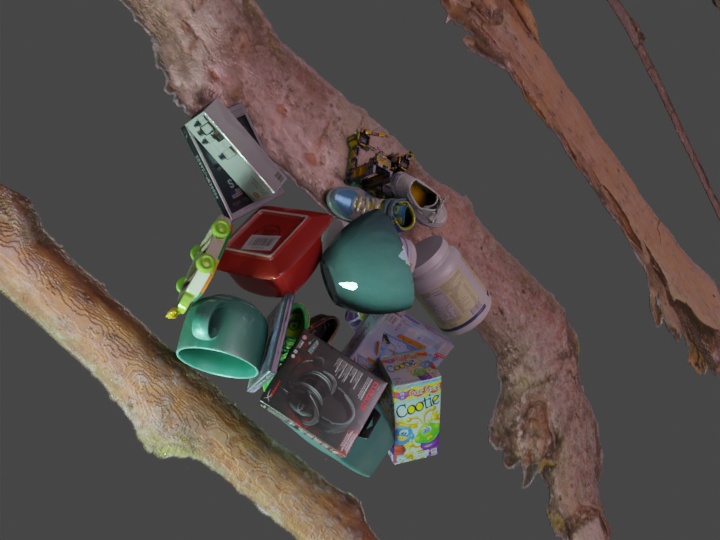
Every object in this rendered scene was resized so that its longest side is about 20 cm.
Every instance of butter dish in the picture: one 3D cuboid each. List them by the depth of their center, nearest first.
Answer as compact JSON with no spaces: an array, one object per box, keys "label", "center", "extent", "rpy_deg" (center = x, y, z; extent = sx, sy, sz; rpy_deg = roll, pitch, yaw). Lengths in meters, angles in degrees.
[{"label":"butter dish","center":[-0.158,-0.015,1.442],"extent":[0.200,0.198,0.149],"rpy_deg":[-50,136,-37]}]

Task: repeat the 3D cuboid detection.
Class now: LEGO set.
[{"label":"LEGO set","center":[0.062,-0.236,1.699],"extent":[0.199,0.115,0.156],"rpy_deg":[33,61,-32]}]

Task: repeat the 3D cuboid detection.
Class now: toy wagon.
[{"label":"toy wagon","center":[-0.283,0.000,1.322],"extent":[0.039,0.155,0.202],"rpy_deg":[27,64,-17]}]

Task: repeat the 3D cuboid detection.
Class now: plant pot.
[{"label":"plant pot","center":[0.000,0.000,1.433],"extent":[0.133,0.200,0.203],"rpy_deg":[-19,94,-14]},{"label":"plant pot","center":[-0.032,0.301,1.472],"extent":[0.142,0.141,0.200],"rpy_deg":[-51,123,-18]}]

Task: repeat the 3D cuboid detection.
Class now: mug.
[{"label":"mug","center":[-0.233,0.107,1.325],"extent":[0.150,0.185,0.116],"rpy_deg":[20,63,-18]}]

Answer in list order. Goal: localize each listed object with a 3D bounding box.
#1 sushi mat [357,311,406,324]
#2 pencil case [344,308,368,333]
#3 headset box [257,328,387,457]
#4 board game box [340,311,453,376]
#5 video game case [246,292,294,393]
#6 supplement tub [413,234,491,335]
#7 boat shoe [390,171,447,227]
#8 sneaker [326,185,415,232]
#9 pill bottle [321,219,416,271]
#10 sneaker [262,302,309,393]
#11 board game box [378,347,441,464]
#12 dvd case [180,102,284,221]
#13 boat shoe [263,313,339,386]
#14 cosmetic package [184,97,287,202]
[{"label":"sushi mat","center":[0.019,0.034,1.553],"extent":[0.095,0.012,0.202],"rpy_deg":[-30,106,-18]},{"label":"pencil case","center":[0.051,0.137,1.635],"extent":[0.200,0.083,0.086],"rpy_deg":[48,19,-25]},{"label":"headset box","center":[-0.059,0.222,1.327],"extent":[0.199,0.077,0.150],"rpy_deg":[33,73,0]},{"label":"board game box","center":[0.062,0.186,1.575],"extent":[0.199,0.041,0.200],"rpy_deg":[31,104,-30]},{"label":"video game case","center":[-0.165,0.136,1.370],"extent":[0.019,0.200,0.145],"rpy_deg":[17,67,-15]},{"label":"supplement tub","center":[0.195,0.034,1.737],"extent":[0.201,0.144,0.145],"rpy_deg":[51,53,-20]},{"label":"boat shoe","center":[0.153,-0.150,1.669],"extent":[0.202,0.086,0.075],"rpy_deg":[41,77,-44]},{"label":"sneaker","center":[0.033,-0.137,1.629],"extent":[0.198,0.130,0.081],"rpy_deg":[18,81,-24]},{"label":"pill bottle","center":[0.016,-0.042,1.621],"extent":[0.198,0.111,0.114],"rpy_deg":[20,68,-37]},{"label":"sneaker","center":[-0.140,0.152,1.409],"extent":[0.073,0.084,0.203],"rpy_deg":[8,69,0]},{"label":"board game box","center":[0.100,0.279,1.551],"extent":[0.103,0.103,0.202],"rpy_deg":[-10,120,-14]},{"label":"dvd case","center":[-0.248,-0.214,1.488],"extent":[0.150,0.025,0.202],"rpy_deg":[-34,102,-40]},{"label":"boat shoe","center":[-0.117,0.155,1.491],"extent":[0.200,0.070,0.071],"rpy_deg":[-50,116,-35]},{"label":"cosmetic package","center":[-0.236,-0.224,1.432],"extent":[0.200,0.082,0.051],"rpy_deg":[49,57,-21]}]
